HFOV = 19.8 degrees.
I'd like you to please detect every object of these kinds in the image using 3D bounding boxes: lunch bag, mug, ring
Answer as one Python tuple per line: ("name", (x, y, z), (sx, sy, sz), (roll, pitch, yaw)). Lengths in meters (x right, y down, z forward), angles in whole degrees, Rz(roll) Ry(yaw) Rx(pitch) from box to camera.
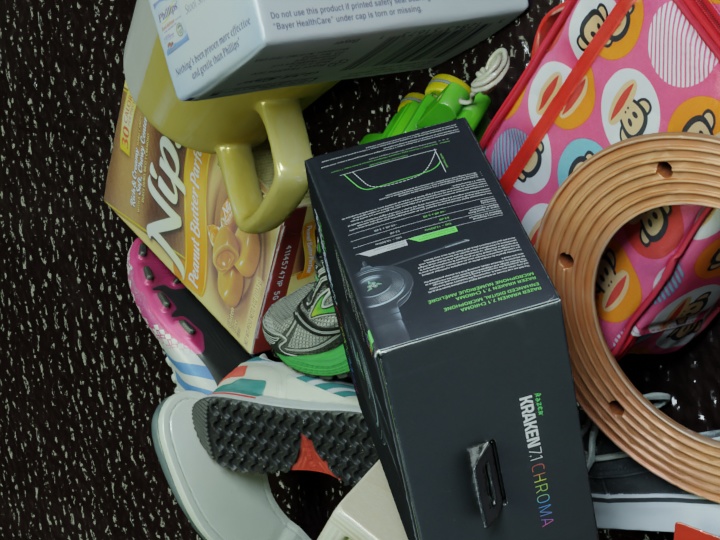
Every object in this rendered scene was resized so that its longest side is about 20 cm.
("lunch bag", (0.142, -0.071, 1.051), (0.177, 0.081, 0.201), (60, 139, 29))
("mug", (-0.084, -0.133, 1.271), (0.153, 0.148, 0.188), (-46, 21, 58))
("ring", (0.171, 0.025, 0.976), (0.199, 0.019, 0.202), (20, 129, 27))

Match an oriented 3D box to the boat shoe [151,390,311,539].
("boat shoe", (-0.092, 0.160, 1.370), (0.061, 0.073, 0.201), (0, 133, 42))

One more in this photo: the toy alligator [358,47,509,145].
("toy alligator", (0.053, -0.076, 1.176), (0.054, 0.060, 0.200), (37, 158, -13))

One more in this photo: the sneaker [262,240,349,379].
("sneaker", (0.000, 0.000, 1.238), (0.085, 0.078, 0.200), (38, 141, -18))

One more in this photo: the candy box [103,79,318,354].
("candy box", (-0.096, -0.048, 1.394), (0.200, 0.055, 0.116), (42, 129, 38))

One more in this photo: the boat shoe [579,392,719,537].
("boat shoe", (0.145, 0.101, 1.094), (0.199, 0.073, 0.069), (-2, 92, 52))

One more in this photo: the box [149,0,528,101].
("box", (-0.030, -0.213, 1.151), (0.105, 0.183, 0.202), (-25, 79, 55))

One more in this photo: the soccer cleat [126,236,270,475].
("soccer cleat", (-0.114, 0.064, 1.437), (0.201, 0.069, 0.087), (55, 137, 29))

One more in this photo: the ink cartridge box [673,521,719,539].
("ink cartridge box", (0.206, 0.242, 1.015), (0.159, 0.047, 0.202), (20, 125, 30))

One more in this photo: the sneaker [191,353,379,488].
("sneaker", (-0.003, 0.089, 1.294), (0.198, 0.094, 0.071), (8, 125, 25))

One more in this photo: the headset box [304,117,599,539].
("headset box", (0.048, 0.052, 1.035), (0.201, 0.092, 0.175), (-112, 8, -56))

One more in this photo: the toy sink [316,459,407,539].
("toy sink", (0.024, 0.212, 1.217), (0.130, 0.112, 0.201), (37, 132, 9))
